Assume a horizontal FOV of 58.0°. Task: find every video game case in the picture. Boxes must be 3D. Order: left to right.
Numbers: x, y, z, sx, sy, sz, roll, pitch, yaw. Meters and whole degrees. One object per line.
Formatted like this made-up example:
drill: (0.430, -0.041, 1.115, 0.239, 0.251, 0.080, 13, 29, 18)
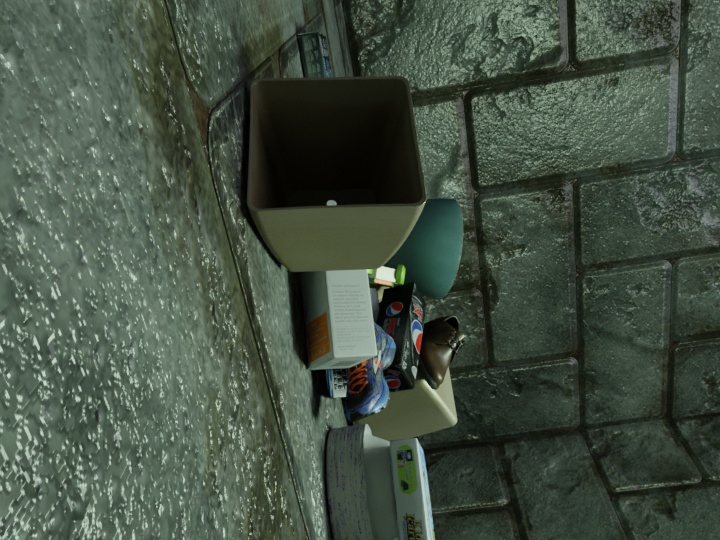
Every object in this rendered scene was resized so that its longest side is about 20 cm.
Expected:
video game case: (0.084, 0.363, 0.999, 0.200, 0.044, 0.185, 66, 18, -69)

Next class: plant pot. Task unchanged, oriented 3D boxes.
plant pot: (-0.033, -0.105, 0.821, 0.178, 0.195, 0.204, 93, -7, -58)
plant pot: (0.060, 0.199, 1.286, 0.202, 0.196, 0.178, -93, 158, -47)
plant pot: (0.111, -0.052, 1.319, 0.200, 0.132, 0.205, -173, -90, -79)

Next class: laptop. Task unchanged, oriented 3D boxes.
laptop: (-0.010, 0.108, 1.074, 0.115, 0.197, 0.192, -23, -111, 52)

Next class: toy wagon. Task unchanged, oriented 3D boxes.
toy wagon: (0.000, 0.000, 1.135, 0.200, 0.151, 0.041, 28, 70, -84)

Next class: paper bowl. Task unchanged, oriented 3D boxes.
paper bowl: (0.012, 0.348, 1.028, 0.201, 0.102, 0.206, -8, 90, -83)

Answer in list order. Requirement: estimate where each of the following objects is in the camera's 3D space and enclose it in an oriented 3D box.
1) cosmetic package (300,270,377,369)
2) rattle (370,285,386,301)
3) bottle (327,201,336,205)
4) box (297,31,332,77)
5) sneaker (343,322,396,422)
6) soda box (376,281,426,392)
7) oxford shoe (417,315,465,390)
cosmetic package: (-0.037, 0.033, 0.938, 0.101, 0.070, 0.205, 143, -56, -60)
rattle: (-0.030, 0.062, 1.403, 0.130, 0.142, 0.202, 45, 37, -20)
bottle: (-0.062, -0.172, 1.195, 0.084, 0.064, 0.204, -94, 174, -61)
box: (-0.085, -0.399, 1.391, 0.159, 0.045, 0.205, -80, 162, -73)
sneaker: (0.001, 0.150, 1.000, 0.079, 0.074, 0.201, 54, 24, -24)
soda box: (0.066, 0.115, 1.142, 0.064, 0.069, 0.202, 58, 30, -33)
oxford shoe: (0.149, 0.140, 1.197, 0.073, 0.083, 0.201, 53, 26, -18)
